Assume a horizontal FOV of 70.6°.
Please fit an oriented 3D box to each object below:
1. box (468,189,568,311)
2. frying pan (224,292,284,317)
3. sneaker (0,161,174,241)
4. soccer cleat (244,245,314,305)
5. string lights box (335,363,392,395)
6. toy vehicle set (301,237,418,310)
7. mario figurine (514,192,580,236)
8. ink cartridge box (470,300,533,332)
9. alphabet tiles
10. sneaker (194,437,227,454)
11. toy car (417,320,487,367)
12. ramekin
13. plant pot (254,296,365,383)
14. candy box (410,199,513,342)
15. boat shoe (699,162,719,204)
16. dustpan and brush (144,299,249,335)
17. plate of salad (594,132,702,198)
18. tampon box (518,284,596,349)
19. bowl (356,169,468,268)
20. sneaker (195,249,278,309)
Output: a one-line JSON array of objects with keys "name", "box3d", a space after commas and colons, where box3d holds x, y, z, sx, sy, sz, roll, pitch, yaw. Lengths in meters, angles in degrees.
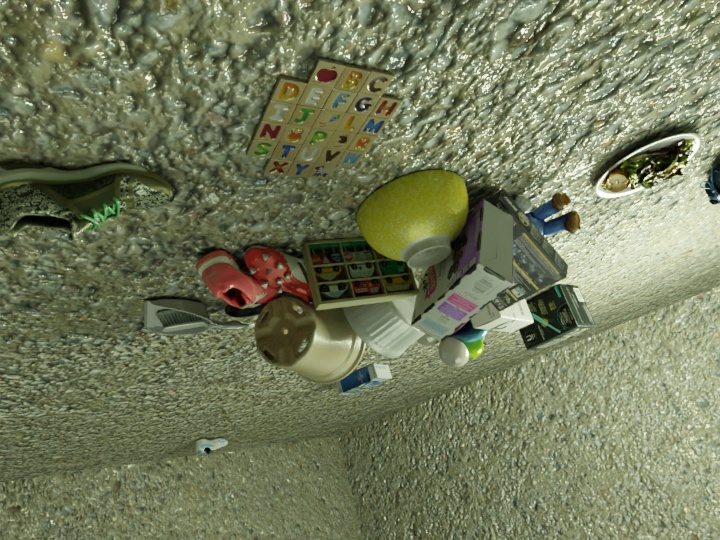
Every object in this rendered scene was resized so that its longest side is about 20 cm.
[{"name": "box", "box3d": [0.270, -0.032, 0.980, 0.161, 0.200, 0.049, -37, -169, 41]}, {"name": "frying pan", "box3d": [-0.197, 0.047, 1.028, 0.190, 0.031, 0.115, -35, 150, 31]}, {"name": "sneaker", "box3d": [-0.323, -0.071, 0.602, 0.199, 0.089, 0.077, -6, 155, -23]}, {"name": "soccer cleat", "box3d": [-0.127, 0.003, 0.936, 0.199, 0.085, 0.069, 30, 117, -30]}, {"name": "string lights box", "box3d": [0.011, 0.427, 1.989, 0.199, 0.059, 0.103, -30, 152, 29]}, {"name": "toy vehicle set", "box3d": [0.000, 0.000, 0.935, 0.199, 0.125, 0.027, -6, 155, -24]}, {"name": "mario figurine", "box3d": [0.321, -0.068, 1.000, 0.106, 0.124, 0.200, 10, 151, -41]}, {"name": "ink cartridge box", "box3d": [0.348, 0.075, 1.311, 0.084, 0.147, 0.199, -31, 153, 34]}, {"name": "alphabet tiles", "box3d": [-0.047, -0.181, 0.645, 0.165, 0.006, 0.200, -1, 152, -31]}, {"name": "sneaker", "box3d": [-0.709, 0.839, 2.424, 0.072, 0.073, 0.200, -27, 156, 20]}, {"name": "toy car", "box3d": [0.250, 0.140, 1.347, 0.175, 0.200, 0.150, -34, 155, -47]}, {"name": "ramekin", "box3d": [0.059, 0.069, 1.048, 0.098, 0.201, 0.200, -37, 150, 27]}, {"name": "plant pot", "box3d": [-0.112, 0.128, 1.030, 0.199, 0.202, 0.183, -23, 162, 16]}, {"name": "candy box", "box3d": [0.179, 0.003, 0.900, 0.071, 0.168, 0.200, 28, 135, -11]}, {"name": "boat shoe", "box3d": [0.802, -0.179, 1.120, 0.069, 0.084, 0.199, -41, 146, 24]}, {"name": "dustpan and brush", "box3d": [-0.327, 0.102, 1.027, 0.199, 0.058, 0.140, -5, 154, -26]}, {"name": "plate of salad", "box3d": [0.554, -0.190, 0.978, 0.199, 0.048, 0.200, -14, 156, -6]}, {"name": "tampon box", "box3d": [0.635, 0.157, 1.682, 0.126, 0.151, 0.200, 5, 149, -40]}, {"name": "bowl", "box3d": [0.101, -0.068, 0.872, 0.199, 0.108, 0.200, -14, 158, -6]}, {"name": "sneaker", "box3d": [-0.211, 0.039, 0.909, 0.074, 0.087, 0.200, -34, 151, 14]}]
